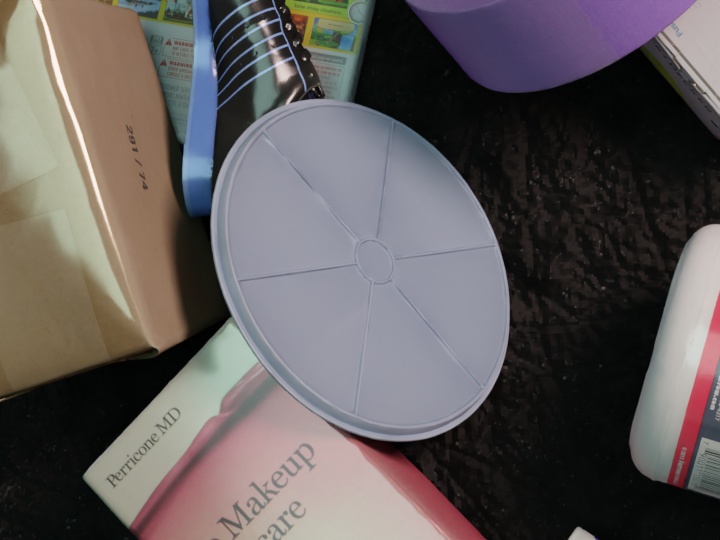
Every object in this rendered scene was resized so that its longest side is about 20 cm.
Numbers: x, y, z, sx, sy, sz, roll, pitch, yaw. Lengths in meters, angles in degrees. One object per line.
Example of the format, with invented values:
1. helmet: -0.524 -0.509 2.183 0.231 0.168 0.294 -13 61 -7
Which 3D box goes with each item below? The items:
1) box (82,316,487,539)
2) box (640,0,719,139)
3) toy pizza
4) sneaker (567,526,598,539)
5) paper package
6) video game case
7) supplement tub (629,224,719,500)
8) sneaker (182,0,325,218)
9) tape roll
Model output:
1. box: -0.033 0.141 0.890 0.200 0.109 0.128 44 93 13
2. box: 0.242 -0.178 0.882 0.200 0.060 0.117 -45 103 3
3. toy pizza: 0.000 0.000 0.886 0.032 0.199 0.201 -32 73 48
4. sneaker: 0.173 0.192 0.856 0.199 0.081 0.147 -32 82 11
5. paper package: -0.163 -0.045 0.887 0.103 0.191 0.201 -17 92 10
6. video game case: -0.090 -0.165 0.988 0.199 0.023 0.183 11 85 13
7. supplement tub: 0.251 0.066 0.828 0.199 0.140 0.141 16 86 13
8. sneaker: -0.058 -0.126 0.934 0.077 0.070 0.202 2 86 4
9. tape roll: 0.116 -0.193 0.866 0.199 0.066 0.201 -30 35 24
